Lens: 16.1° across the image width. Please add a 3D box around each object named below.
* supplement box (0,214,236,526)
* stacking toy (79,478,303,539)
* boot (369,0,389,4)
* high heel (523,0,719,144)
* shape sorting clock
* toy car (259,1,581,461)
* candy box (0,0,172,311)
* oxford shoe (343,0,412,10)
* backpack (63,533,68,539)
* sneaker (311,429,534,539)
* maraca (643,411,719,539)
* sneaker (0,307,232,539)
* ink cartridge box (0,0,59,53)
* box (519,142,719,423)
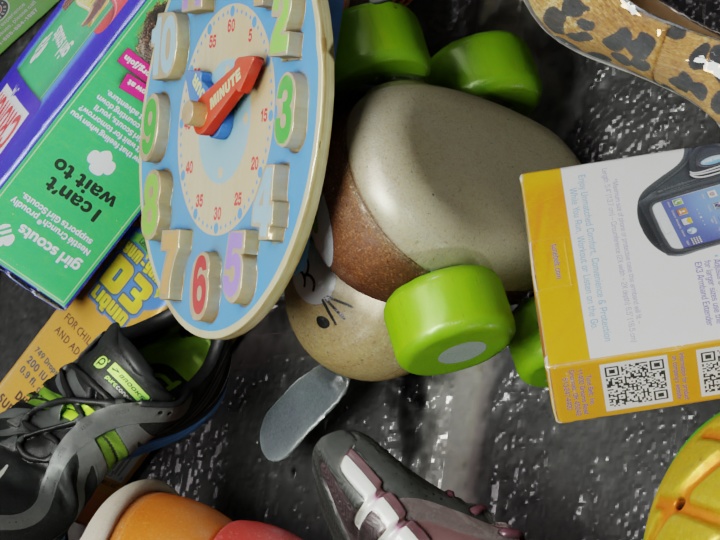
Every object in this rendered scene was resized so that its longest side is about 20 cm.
[{"bbox_3d":[-0.114,0.032,1.315,0.200,0.069,0.067,-51,50,4],"label":"supplement box"},{"bbox_3d":[-0.026,0.174,1.168,0.200,0.146,0.146,2,71,19],"label":"stacking toy"},{"bbox_3d":[0.015,-0.215,1.140,0.069,0.200,0.174,-16,98,10],"label":"boot"},{"bbox_3d":[0.148,-0.128,1.133,0.142,0.071,0.200,-15,99,26],"label":"high heel"},{"bbox_3d":[-0.062,-0.069,1.162,0.200,0.039,0.200,-30,55,57],"label":"shape sorting clock"},{"bbox_3d":[0.000,0.000,1.197,0.200,0.158,0.165,-34,62,36],"label":"toy car"},{"bbox_3d":[-0.131,-0.097,1.335,0.200,0.077,0.169,-53,19,7],"label":"candy box"},{"bbox_3d":[0.002,-0.150,1.253,0.071,0.073,0.200,-35,23,30],"label":"oxford shoe"},{"bbox_3d":[-0.212,0.180,1.246,0.200,0.154,0.163,-45,33,25],"label":"backpack"},{"bbox_3d":[0.074,0.131,1.099,0.115,0.076,0.200,-32,73,-20],"label":"sneaker"},{"bbox_3d":[0.175,0.139,1.012,0.137,0.107,0.200,-17,60,30],"label":"maraca"},{"bbox_3d":[-0.131,0.068,1.188,0.071,0.200,0.083,39,138,16],"label":"sneaker"},{"bbox_3d":[-0.295,-0.179,1.460,0.145,0.200,0.084,-39,52,18],"label":"ink cartridge box"},{"bbox_3d":[0.172,-0.005,1.065,0.200,0.042,0.119,-7,44,4],"label":"box"}]
